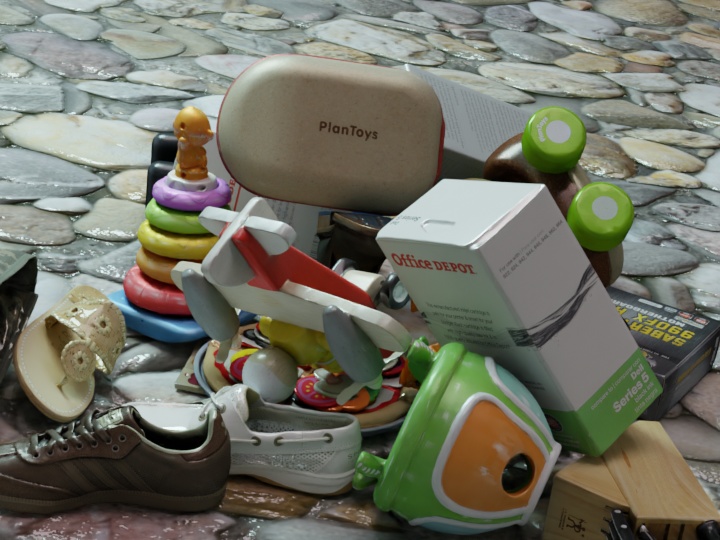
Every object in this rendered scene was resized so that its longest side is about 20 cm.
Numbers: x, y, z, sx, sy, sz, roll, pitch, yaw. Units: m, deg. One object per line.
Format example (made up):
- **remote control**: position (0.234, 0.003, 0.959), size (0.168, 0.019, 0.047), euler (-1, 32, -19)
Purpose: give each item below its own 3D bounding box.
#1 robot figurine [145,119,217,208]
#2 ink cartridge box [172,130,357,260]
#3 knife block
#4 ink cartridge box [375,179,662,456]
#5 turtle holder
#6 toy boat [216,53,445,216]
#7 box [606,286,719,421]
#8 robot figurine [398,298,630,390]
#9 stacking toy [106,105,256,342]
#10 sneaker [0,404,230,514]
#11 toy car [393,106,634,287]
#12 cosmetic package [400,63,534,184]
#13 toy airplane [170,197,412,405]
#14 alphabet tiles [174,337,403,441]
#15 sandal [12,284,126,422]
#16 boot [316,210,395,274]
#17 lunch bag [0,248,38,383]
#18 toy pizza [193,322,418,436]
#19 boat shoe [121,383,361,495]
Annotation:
- **robot figurine**: position (-0.110, -0.081, 1.895), size (0.198, 0.151, 0.125), euler (6, -5, -4)
- **ink cartridge box**: position (-0.082, -0.056, 1.798), size (0.199, 0.116, 0.068), euler (15, -4, -5)
- **knife block**: position (0.233, 0.195, 1.425), size (0.175, 0.064, 0.200), euler (23, 26, 29)
- **ink cartridge box**: position (0.120, 0.033, 1.478), size (0.084, 0.201, 0.145), euler (-40, 23, -22)
- **turtle holder**: position (0.074, 0.139, 1.442), size (0.131, 0.186, 0.141), euler (25, 61, 4)
- **toy boat**: position (-0.030, -0.116, 1.707), size (0.198, 0.132, 0.131), euler (8, -7, -9)
- **box**: position (0.210, 0.062, 1.759), size (0.199, 0.049, 0.158), euler (19, 24, 24)
- **robot figurine**: position (0.137, 0.073, 1.620), size (0.199, 0.058, 0.146), euler (16, 64, -13)
- **stacking toy**: position (-0.151, -0.048, 1.688), size (0.116, 0.201, 0.109), euler (18, 24, 33)
- **sneaker**: position (-0.193, 0.130, 1.411), size (0.199, 0.076, 0.071), euler (2, 23, -17)
- **toy car**: position (0.114, -0.023, 1.676), size (0.199, 0.164, 0.158), euler (-24, 71, -15)
- **cosmetic package**: position (0.109, -0.110, 1.821), size (0.199, 0.071, 0.102), euler (17, 44, -33)
- **toy airplane**: position (-0.059, 0.034, 1.513), size (0.198, 0.142, 0.200), euler (22, -8, -2)
- **alphabet tiles**: position (-0.051, 0.096, 1.636), size (0.199, 0.006, 0.167), euler (11, 23, 5)
- **sandal**: position (-0.224, 0.045, 1.579), size (0.078, 0.070, 0.212), euler (41, 17, -10)
- **boot**: position (0.000, 0.000, 1.672), size (0.074, 0.098, 0.200), euler (7, 1, -10)
- **lunch bag**: position (-0.357, 0.034, 1.529), size (0.163, 0.118, 0.200), euler (10, 27, 4)
- **toy pizza**: position (-0.041, 0.082, 1.622), size (0.199, 0.032, 0.200), euler (8, 22, -3)
- **boat shoe**: position (-0.095, 0.118, 1.483), size (0.198, 0.070, 0.071), euler (8, 26, 2)
